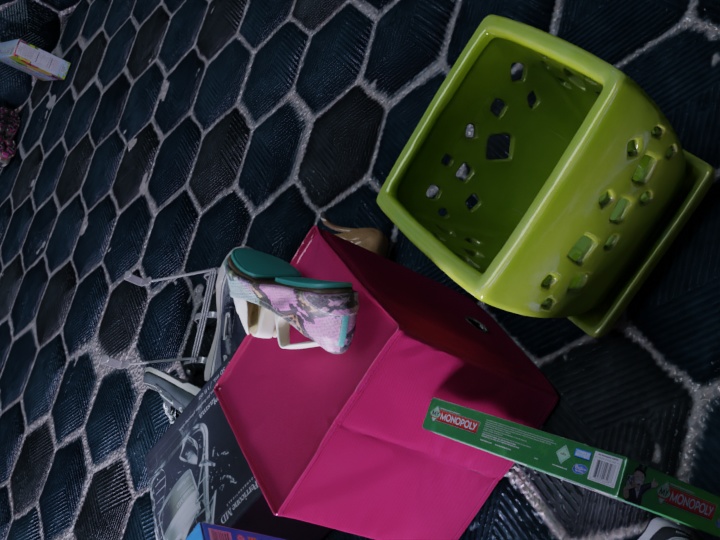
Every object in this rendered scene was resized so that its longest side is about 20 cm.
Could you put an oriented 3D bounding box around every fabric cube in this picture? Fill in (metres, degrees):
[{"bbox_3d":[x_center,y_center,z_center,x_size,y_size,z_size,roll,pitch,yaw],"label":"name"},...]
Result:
[{"bbox_3d":[0.017,0.111,0.878,0.201,0.199,0.196,-57,34,12],"label":"fabric cube"}]

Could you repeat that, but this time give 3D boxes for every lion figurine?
[{"bbox_3d":[0.000,0.000,1.077,0.122,0.073,0.201,-8,50,13],"label":"lion figurine"}]

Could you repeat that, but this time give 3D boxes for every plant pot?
[{"bbox_3d":[0.163,-0.070,0.809,0.201,0.181,0.199,-57,36,11],"label":"plant pot"}]

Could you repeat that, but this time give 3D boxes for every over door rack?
[{"bbox_3d":[-0.268,0.073,1.381,0.199,0.067,0.149,-3,66,30],"label":"over door rack"}]

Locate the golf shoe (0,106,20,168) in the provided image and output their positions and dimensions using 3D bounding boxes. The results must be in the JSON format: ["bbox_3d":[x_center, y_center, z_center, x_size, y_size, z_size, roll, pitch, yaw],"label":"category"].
[{"bbox_3d":[-0.990,-0.366,2.614,0.092,0.072,0.201,-39,42,35],"label":"golf shoe"}]

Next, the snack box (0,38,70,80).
[{"bbox_3d":[-0.860,-0.548,2.488,0.200,0.142,0.053,15,83,54],"label":"snack box"}]

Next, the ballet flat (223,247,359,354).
[{"bbox_3d":[-0.067,0.029,0.818,0.200,0.069,0.072,18,104,55],"label":"ballet flat"}]

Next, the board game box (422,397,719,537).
[{"bbox_3d":[0.159,0.147,0.724,0.199,0.134,0.029,9,77,54],"label":"board game box"}]

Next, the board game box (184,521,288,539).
[{"bbox_3d":[-0.121,0.342,0.922,0.196,0.199,0.056,-51,39,21],"label":"board game box"}]

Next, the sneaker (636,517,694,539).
[{"bbox_3d":[0.177,0.261,0.702,0.200,0.076,0.088,-42,27,23],"label":"sneaker"}]

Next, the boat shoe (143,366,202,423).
[{"bbox_3d":[-0.250,0.180,1.304,0.199,0.073,0.062,12,75,50],"label":"boat shoe"}]

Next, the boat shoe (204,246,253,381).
[{"bbox_3d":[-0.141,0.064,1.239,0.092,0.074,0.201,-6,73,44],"label":"boat shoe"}]

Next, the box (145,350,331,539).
[{"bbox_3d":[-0.134,0.238,1.072,0.200,0.124,0.197,-49,40,22],"label":"box"}]
